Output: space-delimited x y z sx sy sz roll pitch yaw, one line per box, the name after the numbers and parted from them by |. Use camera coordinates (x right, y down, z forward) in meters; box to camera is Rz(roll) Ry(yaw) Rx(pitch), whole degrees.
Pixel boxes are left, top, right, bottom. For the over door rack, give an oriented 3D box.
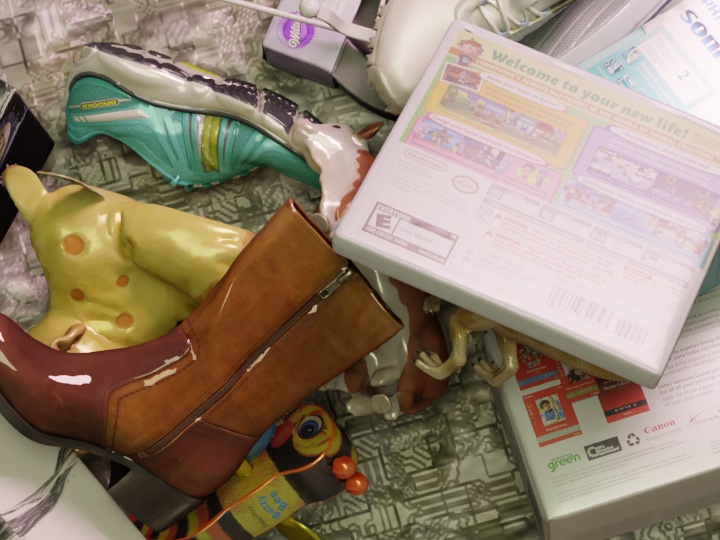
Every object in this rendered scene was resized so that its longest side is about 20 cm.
-0.044 -0.231 1.460 0.200 0.067 0.148 12 81 3 | over door rack

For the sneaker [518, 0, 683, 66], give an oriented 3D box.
0.180 -0.160 1.469 0.200 0.073 0.071 -38 120 -21 | sneaker

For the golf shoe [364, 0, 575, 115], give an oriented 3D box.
0.088 -0.174 1.410 0.200 0.097 0.078 -47 113 -16 | golf shoe

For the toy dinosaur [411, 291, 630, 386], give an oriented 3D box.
0.079 0.023 1.336 0.200 0.058 0.101 50 130 26 | toy dinosaur

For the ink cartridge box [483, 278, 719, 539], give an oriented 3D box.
0.185 0.062 1.442 0.200 0.084 0.176 -17 66 -2 | ink cartridge box

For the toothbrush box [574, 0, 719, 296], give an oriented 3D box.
0.178 -0.059 1.405 0.200 0.085 0.146 -30 67 -9 | toothbrush box

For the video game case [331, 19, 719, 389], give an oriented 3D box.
0.110 -0.043 1.315 0.200 0.022 0.182 23 57 8 | video game case

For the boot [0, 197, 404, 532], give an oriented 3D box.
-0.104 0.035 1.307 0.200 0.068 0.188 -43 107 13 | boot

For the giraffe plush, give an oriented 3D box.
-0.153 0.036 1.412 0.173 0.200 0.162 16 89 42 | giraffe plush

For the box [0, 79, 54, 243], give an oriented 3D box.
-0.311 -0.106 1.445 0.200 0.164 0.086 27 83 6 | box

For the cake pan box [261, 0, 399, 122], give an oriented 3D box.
0.051 -0.192 1.510 0.184 0.052 0.200 23 83 7 | cake pan box

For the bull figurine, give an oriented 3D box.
0.000 0.000 1.406 0.065 0.121 0.200 -19 97 32 | bull figurine

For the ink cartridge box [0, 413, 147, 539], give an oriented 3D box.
-0.225 0.166 1.378 0.145 0.084 0.200 -29 103 39 | ink cartridge box

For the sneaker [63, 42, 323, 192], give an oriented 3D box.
-0.099 -0.088 1.496 0.200 0.078 0.080 19 104 6 | sneaker

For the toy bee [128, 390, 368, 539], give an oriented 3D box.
-0.051 0.119 1.423 0.131 0.109 0.200 26 98 -38 | toy bee
